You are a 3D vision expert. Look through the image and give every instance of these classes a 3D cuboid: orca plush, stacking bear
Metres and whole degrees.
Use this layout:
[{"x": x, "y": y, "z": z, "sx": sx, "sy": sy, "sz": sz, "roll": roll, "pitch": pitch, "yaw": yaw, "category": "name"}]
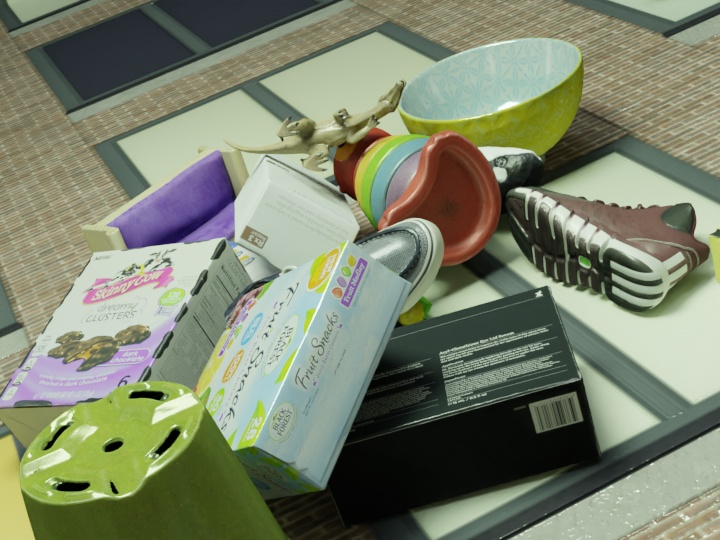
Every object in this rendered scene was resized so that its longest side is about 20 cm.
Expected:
[{"x": 0.096, "y": -0.075, "z": 1.327, "sx": 0.199, "sy": 0.105, "sz": 0.071, "roll": 7, "pitch": 60, "yaw": 42, "category": "orca plush"}, {"x": 0.039, "y": -0.085, "z": 1.285, "sx": 0.122, "sy": 0.113, "sz": 0.200, "roll": -58, "pitch": 33, "yaw": 2, "category": "stacking bear"}]

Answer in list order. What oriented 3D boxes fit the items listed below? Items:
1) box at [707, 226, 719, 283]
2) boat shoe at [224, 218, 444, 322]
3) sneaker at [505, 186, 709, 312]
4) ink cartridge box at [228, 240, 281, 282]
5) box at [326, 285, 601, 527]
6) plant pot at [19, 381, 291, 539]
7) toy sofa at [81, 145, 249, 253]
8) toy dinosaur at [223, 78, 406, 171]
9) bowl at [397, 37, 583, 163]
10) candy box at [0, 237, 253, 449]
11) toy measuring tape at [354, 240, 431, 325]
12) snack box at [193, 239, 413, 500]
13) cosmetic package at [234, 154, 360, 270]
[{"x": 0.388, "y": -0.049, "z": 1.125, "sx": 0.199, "sy": 0.050, "sz": 0.075, "roll": -33, "pitch": 31, "yaw": -26, "category": "box"}, {"x": -0.026, "y": 0.017, "z": 1.138, "sx": 0.200, "sy": 0.092, "sz": 0.075, "roll": -38, "pitch": 60, "yaw": 24, "category": "boat shoe"}, {"x": 0.227, "y": -0.034, "z": 1.188, "sx": 0.115, "sy": 0.076, "sz": 0.200, "roll": -25, "pitch": 38, "yaw": -25, "category": "sneaker"}, {"x": -0.127, "y": 0.031, "z": 1.305, "sx": 0.119, "sy": 0.042, "sz": 0.199, "roll": -31, "pitch": 33, "yaw": -24, "category": "ink cartridge box"}, {"x": 0.068, "y": 0.100, "z": 1.015, "sx": 0.198, "sy": 0.079, "sz": 0.142, "roll": -16, "pitch": 29, "yaw": 6, "category": "box"}, {"x": -0.129, "y": 0.182, "z": 0.861, "sx": 0.198, "sy": 0.191, "sz": 0.201, "roll": -14, "pitch": 28, "yaw": 8, "category": "plant pot"}, {"x": -0.196, "y": -0.056, "z": 1.464, "sx": 0.097, "sy": 0.083, "sz": 0.200, "roll": 8, "pitch": 37, "yaw": 43, "category": "toy sofa"}, {"x": -0.045, "y": -0.127, "z": 1.290, "sx": 0.198, "sy": 0.059, "sz": 0.101, "roll": -17, "pitch": 9, "yaw": 13, "category": "toy dinosaur"}, {"x": 0.147, "y": -0.156, "z": 1.408, "sx": 0.198, "sy": 0.108, "sz": 0.201, "roll": -15, "pitch": 27, "yaw": 8, "category": "bowl"}, {"x": -0.208, "y": 0.068, "z": 1.199, "sx": 0.167, "sy": 0.072, "sz": 0.201, "roll": -6, "pitch": 41, "yaw": 32, "category": "candy box"}, {"x": 0.000, "y": 0.000, "z": 1.240, "sx": 0.073, "sy": 0.074, "sz": 0.200, "roll": -26, "pitch": 33, "yaw": -15, "category": "toy measuring tape"}, {"x": -0.062, "y": 0.083, "z": 0.991, "sx": 0.200, "sy": 0.067, "sz": 0.170, "roll": -24, "pitch": 36, "yaw": 57, "category": "snack box"}, {"x": -0.065, "y": -0.054, "z": 1.299, "sx": 0.074, "sy": 0.101, "sz": 0.200, "roll": -61, "pitch": 12, "yaw": 8, "category": "cosmetic package"}]
